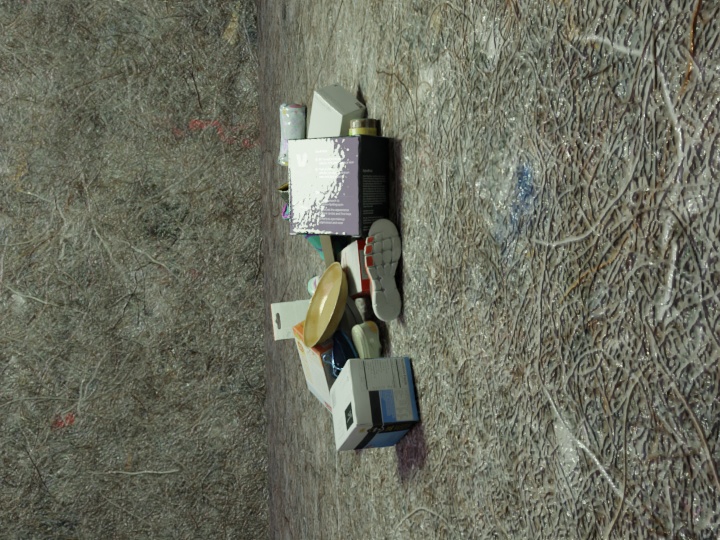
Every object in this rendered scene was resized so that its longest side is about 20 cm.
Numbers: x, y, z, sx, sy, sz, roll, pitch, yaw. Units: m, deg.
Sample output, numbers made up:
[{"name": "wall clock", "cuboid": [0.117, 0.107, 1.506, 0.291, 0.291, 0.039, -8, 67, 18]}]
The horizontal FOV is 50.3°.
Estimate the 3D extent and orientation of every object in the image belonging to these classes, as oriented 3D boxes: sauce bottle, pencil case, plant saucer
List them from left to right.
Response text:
[{"name": "pencil case", "cuboid": [-0.224, -0.442, 2.504, 0.083, 0.088, 0.205, -123, 35, -63]}, {"name": "pencil case", "cuboid": [-0.115, -0.108, 1.924, 0.200, 0.090, 0.087, 48, -136, -41]}, {"name": "plant saucer", "cuboid": [-0.073, 0.083, 1.729, 0.202, 0.035, 0.203, -55, 23, 37]}, {"name": "sauce bottle", "cuboid": [0.007, -0.227, 1.677, 0.065, 0.063, 0.206, -168, 77, -75]}]

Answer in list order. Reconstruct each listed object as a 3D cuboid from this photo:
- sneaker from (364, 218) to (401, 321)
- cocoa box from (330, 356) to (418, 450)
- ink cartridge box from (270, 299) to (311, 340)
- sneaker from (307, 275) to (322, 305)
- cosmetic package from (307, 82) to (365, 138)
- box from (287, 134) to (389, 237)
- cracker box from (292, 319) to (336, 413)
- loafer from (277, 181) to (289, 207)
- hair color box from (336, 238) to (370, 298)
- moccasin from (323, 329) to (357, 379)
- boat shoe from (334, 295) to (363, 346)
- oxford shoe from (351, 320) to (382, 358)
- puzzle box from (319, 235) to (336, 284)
[{"name": "sneaker", "cuboid": [0.040, -0.001, 1.562, 0.082, 0.075, 0.206, -165, 74, -81]}, {"name": "cocoa box", "cuboid": [0.024, 0.269, 1.537, 0.201, 0.127, 0.137, 116, 149, -61]}, {"name": "ink cartridge box", "cuboid": [-0.131, 0.135, 1.987, 0.051, 0.194, 0.111, 102, 160, -59]}, {"name": "sneaker", "cuboid": [-0.063, 0.085, 1.913, 0.138, 0.077, 0.205, -25, 57, 27]}, {"name": "cosmetic package", "cuboid": [-0.063, -0.328, 1.832, 0.113, 0.080, 0.203, 42, 143, 28]}, {"name": "box", "cuboid": [-0.045, -0.177, 1.610, 0.193, 0.116, 0.206, 4, 98, 36]}, {"name": "cracker box", "cuboid": [-0.090, 0.231, 1.832, 0.133, 0.057, 0.204, 36, 145, 47]}, {"name": "loafer", "cuboid": [-0.112, -0.210, 1.760, 0.199, 0.072, 0.074, -39, 26, 30]}, {"name": "hair color box", "cuboid": [0.000, 0.000, 1.734, 0.200, 0.062, 0.114, 154, 111, -73]}, {"name": "moccasin", "cuboid": [-0.036, 0.225, 1.725, 0.081, 0.067, 0.204, 48, 158, 53]}, {"name": "boat shoe", "cuboid": [-0.029, 0.152, 1.767, 0.073, 0.064, 0.205, 29, 138, 53]}, {"name": "oxford shoe", "cuboid": [0.022, 0.185, 1.697, 0.075, 0.057, 0.203, 49, 157, 37]}, {"name": "puzzle box", "cuboid": [-0.079, -0.079, 1.821, 0.134, 0.025, 0.205, -95, -4, -60]}]
